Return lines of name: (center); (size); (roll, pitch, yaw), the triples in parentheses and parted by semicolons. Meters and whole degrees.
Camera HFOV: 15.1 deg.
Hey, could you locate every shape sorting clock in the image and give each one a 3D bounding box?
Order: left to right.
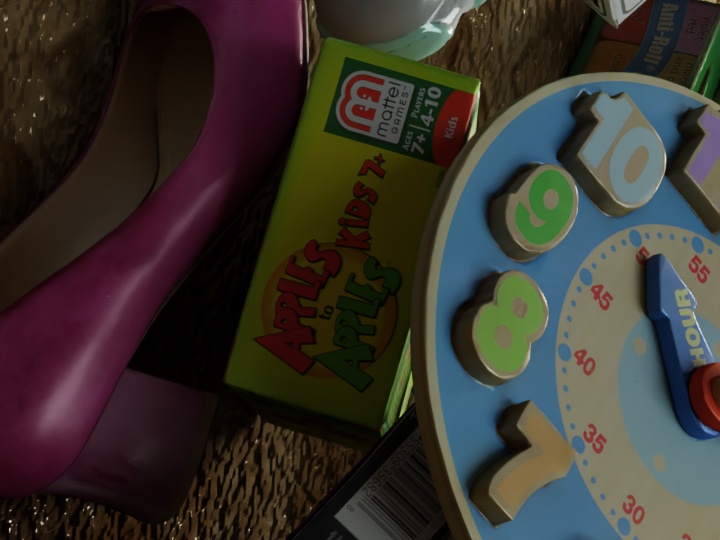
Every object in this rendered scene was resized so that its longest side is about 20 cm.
shape sorting clock: (0.094, 0.038, 0.765); (0.200, 0.039, 0.201); (20, 58, -36)

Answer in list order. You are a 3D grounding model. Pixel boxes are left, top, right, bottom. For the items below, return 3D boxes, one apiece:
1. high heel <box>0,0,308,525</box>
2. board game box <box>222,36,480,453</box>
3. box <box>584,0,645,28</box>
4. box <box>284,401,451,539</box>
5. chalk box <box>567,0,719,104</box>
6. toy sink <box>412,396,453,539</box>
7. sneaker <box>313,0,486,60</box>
high heel: (-0.074, -0.033, 0.763); (0.096, 0.067, 0.201); (23, 66, -36)
board game box: (0.000, 0.000, 0.842); (0.200, 0.047, 0.102); (79, 26, -84)
box: (0.140, -0.193, 0.982); (0.200, 0.060, 0.117); (-42, 158, -6)
box: (-0.046, 0.129, 0.775); (0.143, 0.036, 0.200); (-45, 177, -36)
chalk box: (0.146, -0.030, 1.117); (0.125, 0.124, 0.200); (-64, 150, -22)
toy sink: (0.091, 0.121, 0.911); (0.130, 0.112, 0.201); (-13, 129, -26)
sneaker: (0.002, -0.173, 0.829); (0.140, 0.077, 0.201); (34, 64, -59)
